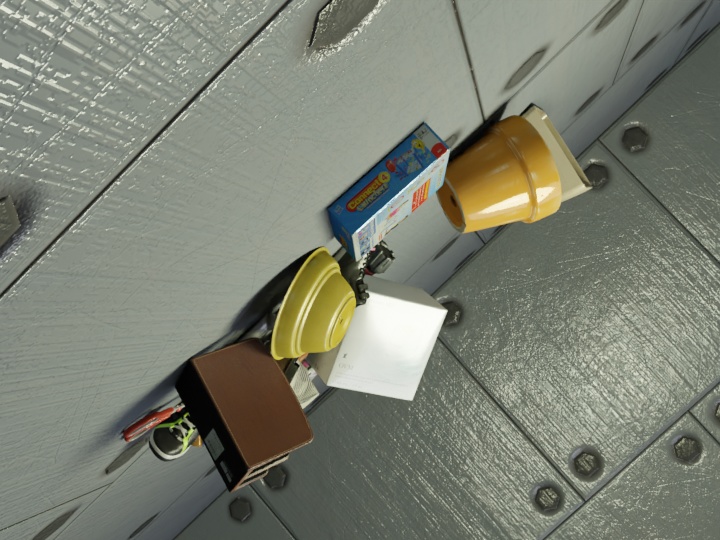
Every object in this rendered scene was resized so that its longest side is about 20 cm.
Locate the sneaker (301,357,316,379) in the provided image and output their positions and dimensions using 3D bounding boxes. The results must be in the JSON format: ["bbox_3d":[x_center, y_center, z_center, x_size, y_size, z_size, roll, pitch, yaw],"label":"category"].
[{"bbox_3d":[-0.127,0.217,2.190,0.200,0.081,0.088,-48,172,-20],"label":"sneaker"}]

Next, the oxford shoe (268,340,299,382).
[{"bbox_3d":[-0.133,0.127,1.731,0.201,0.084,0.073,-62,178,-11],"label":"oxford shoe"}]

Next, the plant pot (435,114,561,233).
[{"bbox_3d":[0.245,-0.162,1.698,0.182,0.201,0.200,-25,168,-10],"label":"plant pot"}]

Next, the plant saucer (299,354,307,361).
[{"bbox_3d":[-0.180,0.207,2.013,0.200,0.037,0.200,-41,170,-9],"label":"plant saucer"}]

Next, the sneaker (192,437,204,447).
[{"bbox_3d":[-0.283,0.310,1.930,0.199,0.076,0.088,-21,176,-20],"label":"sneaker"}]

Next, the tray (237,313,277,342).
[{"bbox_3d":[-0.219,0.153,1.632,0.200,0.022,0.107,-43,172,3],"label":"tray"}]

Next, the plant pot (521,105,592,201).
[{"bbox_3d":[0.367,-0.215,1.962,0.177,0.201,0.200,-34,174,18],"label":"plant pot"}]

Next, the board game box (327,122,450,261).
[{"bbox_3d":[0.045,-0.115,1.408,0.196,0.056,0.200,-42,171,-6],"label":"board game box"}]

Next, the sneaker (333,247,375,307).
[{"bbox_3d":[0.000,0.000,1.620,0.200,0.099,0.071,-45,169,8],"label":"sneaker"}]

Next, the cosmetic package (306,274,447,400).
[{"bbox_3d":[0.031,0.125,1.760,0.123,0.198,0.201,39,-68,59],"label":"cosmetic package"}]

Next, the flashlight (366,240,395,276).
[{"bbox_3d":[-0.012,0.031,1.820,0.200,0.068,0.068,-45,171,21],"label":"flashlight"}]

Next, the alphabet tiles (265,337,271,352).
[{"bbox_3d":[-0.176,0.161,1.611,0.196,0.015,0.200,-48,-173,14],"label":"alphabet tiles"}]

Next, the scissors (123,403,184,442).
[{"bbox_3d":[-0.320,0.239,1.552,0.199,0.014,0.073,-27,163,-33],"label":"scissors"}]

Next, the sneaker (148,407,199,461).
[{"bbox_3d":[-0.306,0.263,1.648,0.083,0.072,0.200,-55,173,38],"label":"sneaker"}]

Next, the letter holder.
[{"bbox_3d":[-0.185,0.227,1.468,0.142,0.201,0.101,-19,159,-36],"label":"letter holder"}]

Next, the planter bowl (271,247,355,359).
[{"bbox_3d":[-0.062,0.070,1.490,0.201,0.083,0.201,-60,165,-27],"label":"planter bowl"}]

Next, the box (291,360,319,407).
[{"bbox_3d":[-0.156,0.224,1.891,0.082,0.068,0.200,-40,151,-10],"label":"box"}]
